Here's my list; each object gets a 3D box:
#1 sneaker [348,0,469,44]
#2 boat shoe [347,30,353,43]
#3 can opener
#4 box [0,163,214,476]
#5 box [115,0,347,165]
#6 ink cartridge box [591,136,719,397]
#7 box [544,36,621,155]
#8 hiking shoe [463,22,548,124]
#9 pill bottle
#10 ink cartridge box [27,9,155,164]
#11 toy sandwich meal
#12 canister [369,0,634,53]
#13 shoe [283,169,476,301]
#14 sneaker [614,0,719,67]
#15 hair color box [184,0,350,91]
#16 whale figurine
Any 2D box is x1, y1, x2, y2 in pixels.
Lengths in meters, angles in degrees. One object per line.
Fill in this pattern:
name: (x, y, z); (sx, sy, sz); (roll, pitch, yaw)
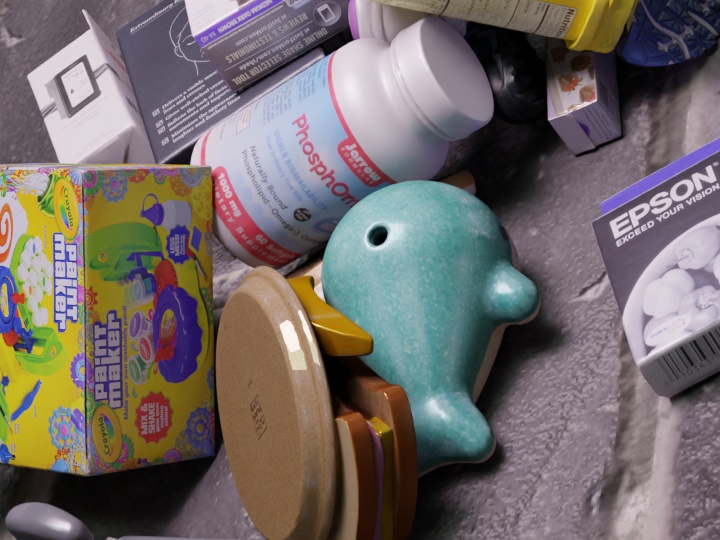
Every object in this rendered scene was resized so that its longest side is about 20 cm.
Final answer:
sneaker: (0.059, -0.211, 1.757); (0.099, 0.075, 0.200); (1, 35, 17)
boat shoe: (0.050, -0.242, 1.888); (0.072, 0.068, 0.200); (22, 68, 48)
can opener: (-0.154, 0.192, 1.610); (0.199, 0.067, 0.053); (1, 50, 35)
box: (-0.208, 0.028, 1.692); (0.192, 0.122, 0.201); (4, 95, 42)
box: (-0.082, -0.136, 1.853); (0.148, 0.107, 0.200); (-32, 38, 9)
ink cartridge box: (0.243, -0.039, 1.528); (0.198, 0.043, 0.200); (-29, 36, 13)
box: (0.154, -0.164, 1.738); (0.039, 0.041, 0.201); (-21, 41, 21)
hiking shoe: (0.081, -0.144, 1.760); (0.087, 0.074, 0.200); (-35, 25, 10)
pill bottle: (-0.012, -0.089, 1.682); (0.200, 0.109, 0.109); (-30, 36, 28)
ink cartridge box: (-0.190, -0.104, 1.904); (0.068, 0.116, 0.200); (-35, 35, 5)
toy sandwich meal: (-0.030, 0.089, 1.550); (0.070, 0.206, 0.205); (-8, 30, -21)
canister: (0.078, -0.229, 1.655); (0.087, 0.199, 0.149); (112, 164, -46)
shoe: (0.000, 0.000, 1.695); (0.200, 0.054, 0.070); (-34, 6, 0)
sneaker: (0.212, -0.207, 1.720); (0.085, 0.077, 0.200); (-15, 34, 43)
hair color box: (-0.075, -0.229, 1.805); (0.109, 0.065, 0.200); (-29, 39, 10)
whale figurine: (0.035, 0.032, 1.571); (0.158, 0.104, 0.201); (-16, 55, 21)
